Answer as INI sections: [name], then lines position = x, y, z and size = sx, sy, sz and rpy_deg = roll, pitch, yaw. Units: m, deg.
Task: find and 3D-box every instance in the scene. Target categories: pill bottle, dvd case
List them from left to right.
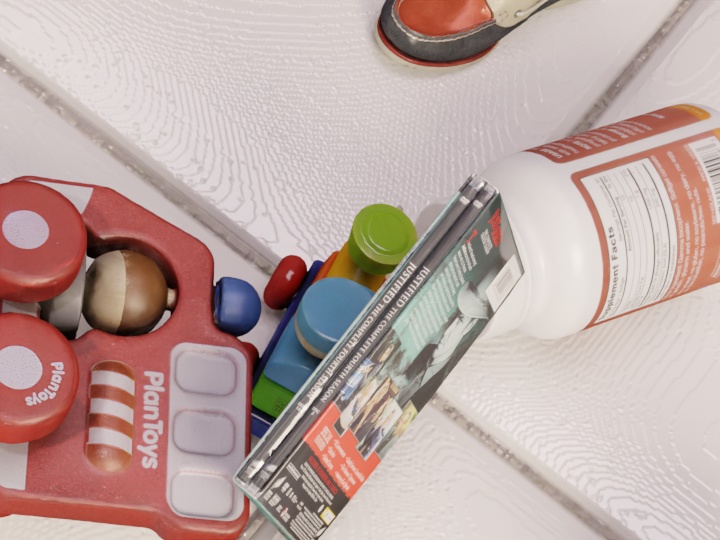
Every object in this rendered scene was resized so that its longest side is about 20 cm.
[dvd case]
position = 0.014, 0.053, 1.341
size = 0.022, 0.146, 0.200
rpy_deg = 37, 83, 18
[pill bottle]
position = 0.135, -0.025, 1.509
size = 0.199, 0.112, 0.112
rpy_deg = -17, 66, -30

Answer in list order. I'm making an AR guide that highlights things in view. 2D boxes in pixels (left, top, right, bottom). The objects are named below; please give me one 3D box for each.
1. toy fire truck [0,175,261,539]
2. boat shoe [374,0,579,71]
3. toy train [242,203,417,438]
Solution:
[toy fire truck]
position = -0.137, 0.047, 1.348
size = 0.167, 0.112, 0.201
rpy_deg = 9, 56, -13
[boat shoe]
position = 0.093, -0.188, 1.631
size = 0.199, 0.063, 0.071
rpy_deg = -26, 72, -32
[toy train]
position = 0.000, 0.000, 1.435
size = 0.084, 0.116, 0.200
rpy_deg = 29, 53, -2
